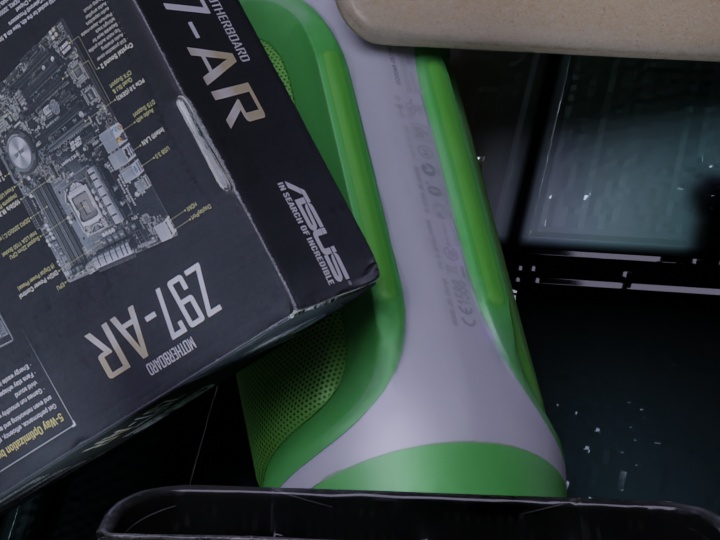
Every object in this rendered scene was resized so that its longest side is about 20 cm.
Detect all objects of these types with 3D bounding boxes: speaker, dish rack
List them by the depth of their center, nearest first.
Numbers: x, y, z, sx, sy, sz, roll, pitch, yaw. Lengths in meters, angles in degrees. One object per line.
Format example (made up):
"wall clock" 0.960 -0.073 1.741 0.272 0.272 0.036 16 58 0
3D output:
"dish rack" 0.003 0.116 0.637 0.153 0.055 0.200 0 23 9
"speaker" 0.000 0.000 0.816 0.088 0.088 0.200 -17 55 6

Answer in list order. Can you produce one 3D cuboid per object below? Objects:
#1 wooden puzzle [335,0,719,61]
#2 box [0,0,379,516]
"wooden puzzle" 0.061 -0.143 0.884 0.185 0.037 0.200 1 55 -19
"box" -0.111 -0.020 0.787 0.200 0.044 0.160 -33 83 33
